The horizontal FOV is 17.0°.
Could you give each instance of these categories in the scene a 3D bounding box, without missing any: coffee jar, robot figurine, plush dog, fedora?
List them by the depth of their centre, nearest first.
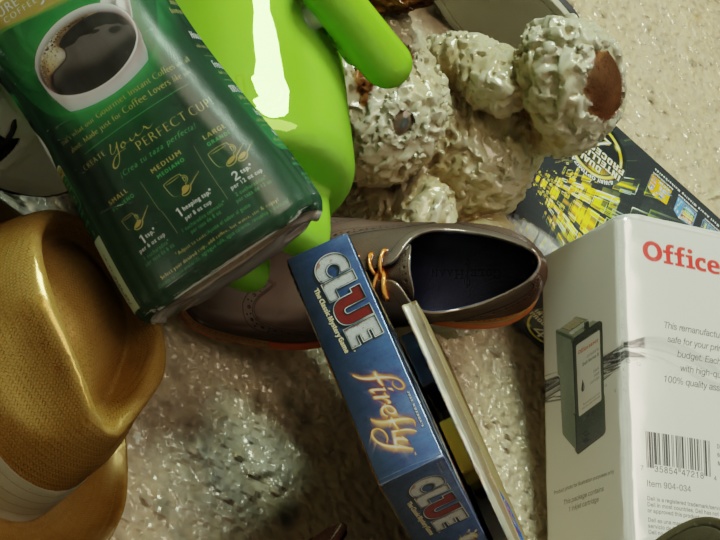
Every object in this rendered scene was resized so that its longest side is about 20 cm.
[{"bbox_3d":[-0.111,-0.083,1.129,0.200,0.104,0.085,57,2,3],"label":"coffee jar"},{"bbox_3d":[-0.149,0.037,1.133,0.201,0.082,0.201,40,35,-36],"label":"fedora"},{"bbox_3d":[-0.065,-0.093,1.248,0.116,0.175,0.201,24,48,-42],"label":"robot figurine"},{"bbox_3d":[0.026,-0.087,1.363,0.171,0.200,0.160,28,6,-29],"label":"plush dog"}]

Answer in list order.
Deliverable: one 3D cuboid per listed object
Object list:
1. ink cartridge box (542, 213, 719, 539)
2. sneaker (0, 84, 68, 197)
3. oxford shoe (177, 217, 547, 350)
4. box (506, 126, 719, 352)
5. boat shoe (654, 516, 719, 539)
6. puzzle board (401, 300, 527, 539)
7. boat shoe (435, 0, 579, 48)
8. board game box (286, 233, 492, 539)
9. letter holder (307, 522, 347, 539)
[{"bbox_3d":[0.185,0.084,1.378,0.145,0.084,0.201,11,68,-28],"label":"ink cartridge box"},{"bbox_3d":[-0.206,-0.073,1.155,0.200,0.074,0.080,23,25,-40],"label":"sneaker"},{"bbox_3d":[0.000,0.000,1.270,0.199,0.073,0.072,-6,82,-4],"label":"oxford shoe"},{"bbox_3d":[0.164,0.004,1.489,0.200,0.049,0.161,41,47,-13],"label":"box"},{"bbox_3d":[0.152,0.226,1.270,0.068,0.072,0.200,36,83,-43],"label":"boat shoe"},{"bbox_3d":[0.061,0.103,1.267,0.200,0.017,0.151,56,10,-77],"label":"puzzle board"},{"bbox_3d":[0.064,-0.203,1.524,0.200,0.073,0.063,32,49,-15],"label":"boat shoe"},{"bbox_3d":[0.025,0.088,1.212,0.200,0.035,0.136,63,3,-57],"label":"board game box"},{"bbox_3d":[-0.025,0.207,1.114,0.101,0.142,0.200,48,42,-5],"label":"letter holder"}]
